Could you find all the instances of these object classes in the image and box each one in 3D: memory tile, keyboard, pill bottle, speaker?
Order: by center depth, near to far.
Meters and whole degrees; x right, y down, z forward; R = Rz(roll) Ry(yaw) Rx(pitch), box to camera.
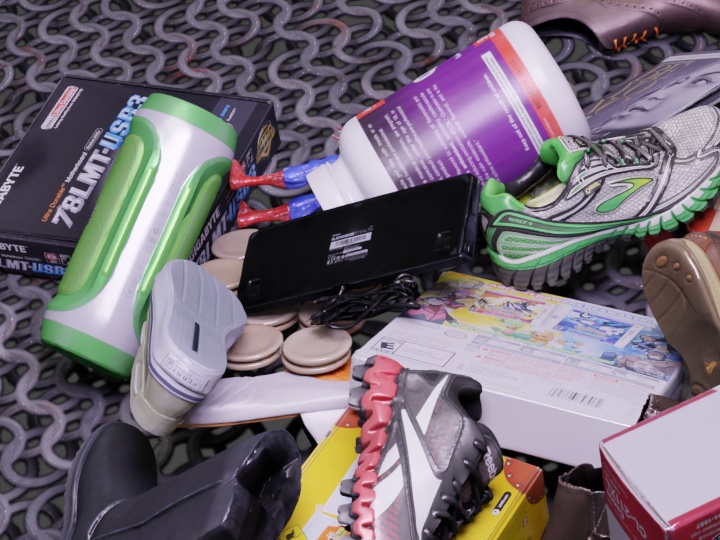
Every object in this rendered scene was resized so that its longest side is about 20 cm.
[{"bbox_3d":[0.000,0.000,1.433,0.199,0.040,0.105,-14,49,33],"label":"keyboard"},{"bbox_3d":[-0.062,0.021,1.502,0.152,0.017,0.200,1,28,15],"label":"memory tile"},{"bbox_3d":[-0.163,-0.025,1.503,0.088,0.088,0.202,18,79,28],"label":"speaker"},{"bbox_3d":[0.063,-0.089,1.504,0.199,0.113,0.113,-31,43,3],"label":"pill bottle"}]

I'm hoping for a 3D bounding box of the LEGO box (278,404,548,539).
[{"bbox_3d":[0.010,0.195,1.292,0.148,0.078,0.200,17,49,28],"label":"LEGO box"}]

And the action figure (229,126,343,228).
[{"bbox_3d":[0.000,-0.073,1.594,0.198,0.066,0.052,-5,32,5],"label":"action figure"}]

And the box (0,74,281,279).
[{"bbox_3d":[-0.190,-0.072,1.647,0.197,0.050,0.201,10,46,19],"label":"box"}]

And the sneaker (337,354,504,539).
[{"bbox_3d":[0.038,0.135,1.238,0.097,0.071,0.202,0,46,7],"label":"sneaker"}]

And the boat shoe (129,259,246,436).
[{"bbox_3d":[-0.125,0.048,1.377,0.062,0.072,0.200,-50,9,14],"label":"boat shoe"}]

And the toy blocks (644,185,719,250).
[{"bbox_3d":[0.287,-0.029,1.479,0.198,0.100,0.137,12,57,27],"label":"toy blocks"}]

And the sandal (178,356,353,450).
[{"bbox_3d":[-0.040,0.103,1.415,0.205,0.060,0.079,-6,16,-11],"label":"sandal"}]

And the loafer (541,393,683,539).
[{"bbox_3d":[0.144,0.153,1.253,0.200,0.071,0.073,-51,5,10],"label":"loafer"}]

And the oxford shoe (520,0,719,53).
[{"bbox_3d":[0.232,-0.211,1.712,0.198,0.071,0.073,10,74,17],"label":"oxford shoe"}]

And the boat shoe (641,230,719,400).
[{"bbox_3d":[0.253,0.067,1.324,0.067,0.202,0.072,-18,-5,-32],"label":"boat shoe"}]

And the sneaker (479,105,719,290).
[{"bbox_3d":[0.177,-0.064,1.447,0.199,0.086,0.078,-28,36,-6],"label":"sneaker"}]

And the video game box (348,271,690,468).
[{"bbox_3d":[0.115,0.066,1.379,0.198,0.047,0.182,13,25,20],"label":"video game box"}]

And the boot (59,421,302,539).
[{"bbox_3d":[-0.116,0.140,1.309,0.199,0.065,0.166,-33,36,42],"label":"boot"}]

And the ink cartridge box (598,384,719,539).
[{"bbox_3d":[0.225,0.166,1.188,0.145,0.201,0.083,-23,40,-14],"label":"ink cartridge box"}]

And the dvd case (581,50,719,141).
[{"bbox_3d":[0.216,-0.124,1.590,0.199,0.016,0.148,-30,15,-21],"label":"dvd case"}]
